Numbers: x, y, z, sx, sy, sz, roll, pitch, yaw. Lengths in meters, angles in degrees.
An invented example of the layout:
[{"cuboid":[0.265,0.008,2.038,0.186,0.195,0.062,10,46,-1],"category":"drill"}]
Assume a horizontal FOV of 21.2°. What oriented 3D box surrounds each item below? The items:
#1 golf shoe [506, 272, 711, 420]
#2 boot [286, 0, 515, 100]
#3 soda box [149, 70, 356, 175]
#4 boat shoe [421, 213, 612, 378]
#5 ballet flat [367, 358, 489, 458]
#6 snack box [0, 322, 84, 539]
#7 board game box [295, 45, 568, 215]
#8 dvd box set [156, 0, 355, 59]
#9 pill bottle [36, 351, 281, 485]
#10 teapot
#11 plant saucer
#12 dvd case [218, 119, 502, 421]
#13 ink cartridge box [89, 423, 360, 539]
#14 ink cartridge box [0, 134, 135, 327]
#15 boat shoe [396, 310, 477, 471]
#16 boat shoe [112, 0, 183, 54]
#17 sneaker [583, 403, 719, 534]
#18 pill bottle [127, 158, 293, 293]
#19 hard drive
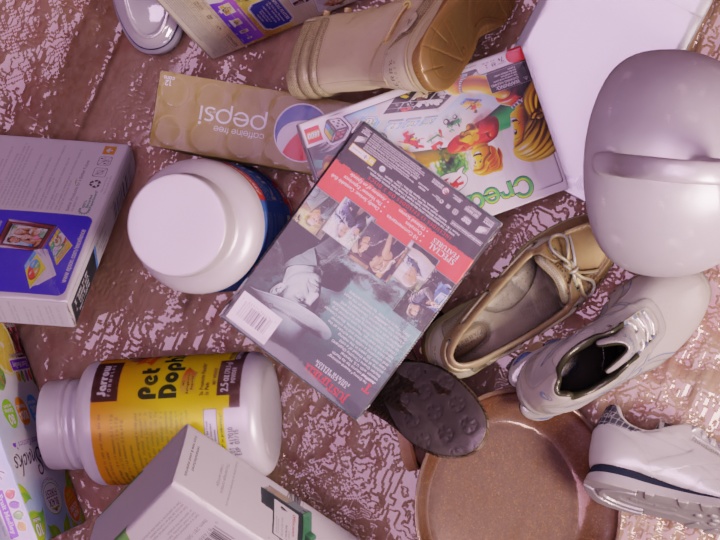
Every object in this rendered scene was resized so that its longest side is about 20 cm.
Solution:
[{"cuboid":[0.220,0.061,1.582,0.200,0.097,0.078,-34,95,-14],"category":"golf shoe"},{"cuboid":[0.037,-0.211,1.617,0.155,0.200,0.073,-4,128,36],"category":"boot"},{"cuboid":[-0.078,-0.122,1.662,0.199,0.064,0.068,10,93,9],"category":"soda box"},{"cuboid":[0.141,0.022,1.601,0.200,0.063,0.073,-33,97,-15],"category":"boat shoe"},{"cuboid":[0.031,0.102,1.586,0.199,0.046,0.068,22,82,36],"category":"ballet flat"},{"cuboid":[-0.312,0.141,1.667,0.053,0.142,0.201,-20,87,9],"category":"snack box"},{"cuboid":[0.060,-0.095,1.602,0.199,0.035,0.127,-20,94,-3],"category":"board game box"},{"cuboid":[-0.068,-0.254,1.612,0.199,0.146,0.030,-21,65,13],"category":"dvd box set"},{"cuboid":[-0.174,0.129,1.660,0.199,0.109,0.110,-4,91,9],"category":"pill bottle"},{"cuboid":[0.274,-0.084,1.527,0.146,0.198,0.200,5,51,33],"category":"teapot"},{"cuboid":[0.127,0.200,1.611,0.199,0.037,0.201,3,84,-25],"category":"plant saucer"},{"cuboid":[0.000,0.000,1.564,0.146,0.022,0.200,36,89,6],"category":"dvd case"},{"cuboid":[-0.112,0.247,1.614,0.200,0.084,0.146,36,120,-16],"category":"ink cartridge box"},{"cuboid":[-0.315,-0.040,1.652,0.199,0.199,0.044,6,136,9],"category":"ink cartridge box"},{"cuboid":[0.058,0.071,1.642,0.070,0.070,0.201,-10,98,17],"category":"boat shoe"},{"cuboid":[-0.193,-0.290,1.675,0.073,0.067,0.201,-5,90,10],"category":"boat shoe"},{"cuboid":[0.289,0.172,1.607,0.199,0.076,0.081,17,64,0],"category":"sneaker"},{"cuboid":[-0.126,-0.036,1.602,0.112,0.200,0.113,0,91,9],"category":"pill bottle"},{"cuboid":[0.194,-0.170,1.635,0.132,0.026,0.201,28,95,8],"category":"hard drive"}]
